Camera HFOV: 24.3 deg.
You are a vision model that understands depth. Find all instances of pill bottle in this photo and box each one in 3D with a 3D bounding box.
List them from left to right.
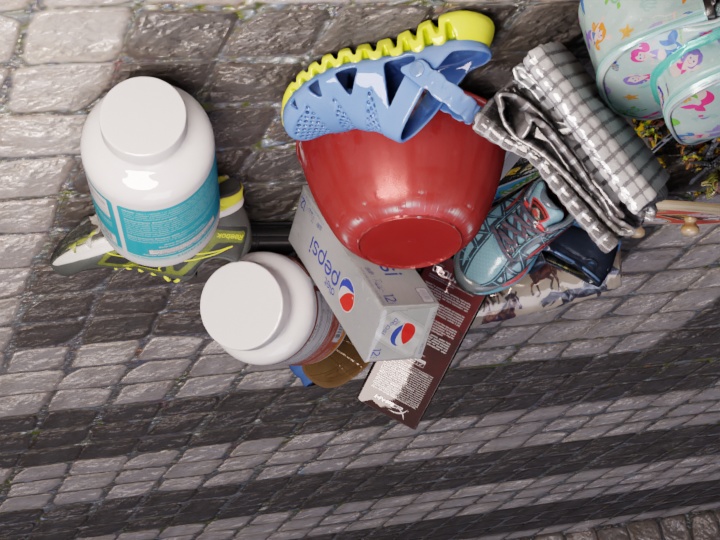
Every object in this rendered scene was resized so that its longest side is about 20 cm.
[{"bbox_3d":[-0.174,-0.086,1.399,0.110,0.111,0.200,-10,161,-7],"label":"pill bottle"},{"bbox_3d":[-0.087,0.039,1.672,0.112,0.113,0.200,-18,172,14],"label":"pill bottle"}]

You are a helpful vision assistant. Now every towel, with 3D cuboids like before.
[{"bbox_3d":[0.179,-0.102,1.398,0.085,0.166,0.200,-39,180,16],"label":"towel"}]

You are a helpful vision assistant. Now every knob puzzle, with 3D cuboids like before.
[{"bbox_3d":[0.324,-0.053,1.792,0.218,0.031,0.220,4,177,0],"label":"knob puzzle"}]

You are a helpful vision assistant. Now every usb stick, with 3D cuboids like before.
[{"bbox_3d":[-0.153,-0.031,1.681,0.199,0.033,0.055,-1,164,-31],"label":"usb stick"}]

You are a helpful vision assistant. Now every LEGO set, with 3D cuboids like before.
[{"bbox_3d":[0.367,-0.104,1.673,0.199,0.117,0.154,1,156,-33],"label":"LEGO set"}]

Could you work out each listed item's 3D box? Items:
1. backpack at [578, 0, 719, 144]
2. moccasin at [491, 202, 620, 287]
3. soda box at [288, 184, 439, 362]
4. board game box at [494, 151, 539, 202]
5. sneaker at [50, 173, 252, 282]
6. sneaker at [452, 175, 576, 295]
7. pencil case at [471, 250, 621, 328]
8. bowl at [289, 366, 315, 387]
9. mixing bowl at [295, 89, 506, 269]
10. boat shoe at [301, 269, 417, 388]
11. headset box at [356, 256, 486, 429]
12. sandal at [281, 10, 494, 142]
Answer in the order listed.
[{"bbox_3d":[0.282,-0.191,1.356,0.199,0.152,0.178,-11,162,11],"label":"backpack"},{"bbox_3d":[0.187,-0.027,1.773,0.199,0.069,0.080,14,180,-17],"label":"moccasin"},{"bbox_3d":[0.000,0.000,1.605,0.063,0.200,0.069,-2,127,-28],"label":"soda box"},{"bbox_3d":[0.131,-0.115,1.622,0.126,0.035,0.200,8,152,-43],"label":"board game box"},{"bbox_3d":[-0.194,-0.020,1.571,0.199,0.085,0.075,-17,-155,10],"label":"sneaker"},{"bbox_3d":[0.169,-0.057,1.675,0.200,0.079,0.096,-42,171,-3],"label":"sneaker"},{"bbox_3d":[0.210,0.003,1.933,0.199,0.090,0.078,-15,132,6],"label":"pencil case"},{"bbox_3d":[0.010,0.082,1.989,0.200,0.040,0.201,-26,175,-3],"label":"bowl"},{"bbox_3d":[0.041,-0.071,1.521,0.199,0.109,0.200,-2,151,-1],"label":"mixing bowl"},{"bbox_3d":[0.005,0.044,1.856,0.201,0.072,0.072,-59,179,24],"label":"boat shoe"},{"bbox_3d":[0.076,0.061,1.817,0.077,0.201,0.149,27,-176,2],"label":"headset box"},{"bbox_3d":[0.024,-0.146,1.398,0.199,0.088,0.079,-19,161,23],"label":"sandal"}]
